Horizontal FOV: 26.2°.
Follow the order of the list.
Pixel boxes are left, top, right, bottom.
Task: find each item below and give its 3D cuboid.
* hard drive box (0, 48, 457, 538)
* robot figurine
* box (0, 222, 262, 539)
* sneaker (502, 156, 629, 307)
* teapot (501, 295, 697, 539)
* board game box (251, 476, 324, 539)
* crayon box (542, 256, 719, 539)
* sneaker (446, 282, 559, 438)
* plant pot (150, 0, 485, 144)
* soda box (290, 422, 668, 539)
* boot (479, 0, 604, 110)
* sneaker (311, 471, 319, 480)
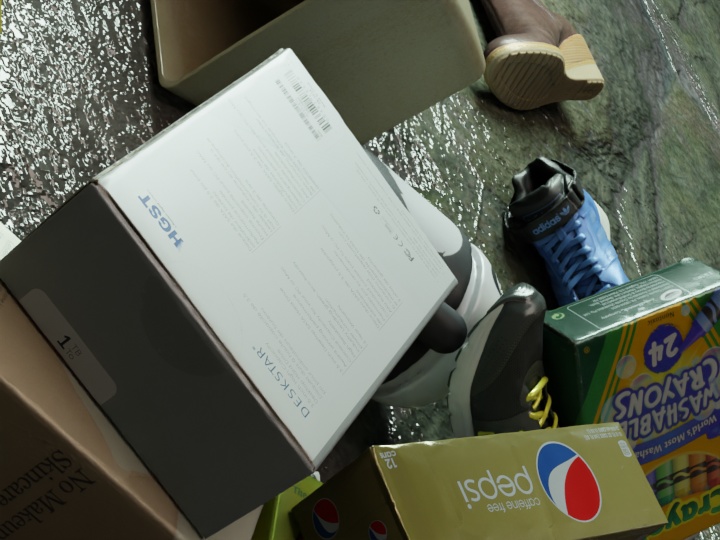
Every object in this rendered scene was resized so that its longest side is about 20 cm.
[{"bbox_3d":[-0.053,0.001,0.742,0.157,0.076,0.200,53,32,-6],"label":"hard drive box"},{"bbox_3d":[0.001,-0.002,0.968,0.199,0.124,0.151,39,38,-26],"label":"robot figurine"},{"bbox_3d":[-0.144,0.076,0.712,0.200,0.095,0.078,44,32,-17],"label":"box"},{"bbox_3d":[0.171,-0.013,1.276,0.111,0.076,0.201,42,27,-33],"label":"sneaker"},{"bbox_3d":[0.167,0.098,1.094,0.195,0.203,0.146,-9,23,-26],"label":"teapot"},{"bbox_3d":[-0.031,0.207,0.743,0.101,0.047,0.202,33,51,-33],"label":"board game box"},{"bbox_3d":[0.182,0.108,0.989,0.051,0.124,0.202,34,-42,56],"label":"crayon box"},{"bbox_3d":[0.100,0.102,0.941,0.084,0.202,0.074,21,33,25],"label":"sneaker"},{"bbox_3d":[-0.018,-0.201,1.091,0.177,0.198,0.202,38,32,-47],"label":"plant pot"},{"bbox_3d":[0.065,0.125,0.783,0.199,0.068,0.065,0,57,-46],"label":"soda box"},{"bbox_3d":[0.140,-0.234,1.492,0.199,0.072,0.167,0,48,-54],"label":"boot"},{"bbox_3d":[-0.073,0.073,0.844,0.075,0.080,0.203,10,72,-48],"label":"sneaker"}]
